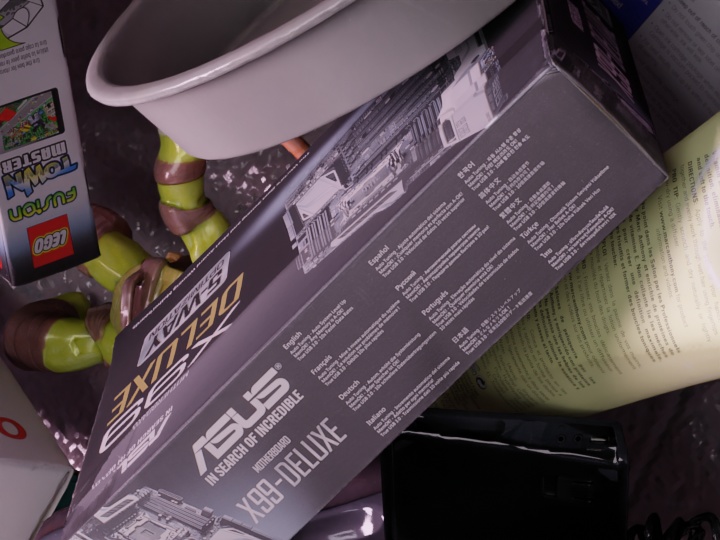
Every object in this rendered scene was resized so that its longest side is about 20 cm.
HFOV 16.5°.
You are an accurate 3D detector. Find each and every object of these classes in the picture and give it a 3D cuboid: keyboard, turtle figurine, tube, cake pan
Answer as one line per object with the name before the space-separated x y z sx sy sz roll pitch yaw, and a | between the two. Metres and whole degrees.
keyboard | 0.062 0.105 0.801 0.103 0.040 0.201 8 140 10
turtle figurine | -0.064 0.024 0.896 0.161 0.064 0.201 12 131 40
tube | 0.074 0.011 0.722 0.058 0.052 0.200 43 151 -8
cake pan | 0.004 -0.102 0.782 0.199 0.201 0.037 -24 112 31

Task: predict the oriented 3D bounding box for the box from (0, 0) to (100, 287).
box | -0.158 -0.081 0.893 0.200 0.035 0.111 33 137 52

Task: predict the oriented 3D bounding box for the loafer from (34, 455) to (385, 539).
loafer | -0.016 0.084 0.848 0.198 0.063 0.072 -9 128 15

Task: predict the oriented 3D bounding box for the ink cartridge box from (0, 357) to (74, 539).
ink cartridge box | -0.218 0.034 0.917 0.200 0.146 0.086 49 115 39

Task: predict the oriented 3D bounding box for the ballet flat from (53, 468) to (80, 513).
ballet flat | -0.059 0.126 0.923 0.199 0.072 0.068 13 60 32

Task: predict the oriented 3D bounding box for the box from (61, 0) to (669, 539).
box | 0.000 0.000 0.749 0.050 0.158 0.200 42 106 -13

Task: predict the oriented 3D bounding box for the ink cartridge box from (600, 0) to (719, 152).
ink cartridge box | 0.074 -0.049 0.831 0.095 0.037 0.200 49 121 15
